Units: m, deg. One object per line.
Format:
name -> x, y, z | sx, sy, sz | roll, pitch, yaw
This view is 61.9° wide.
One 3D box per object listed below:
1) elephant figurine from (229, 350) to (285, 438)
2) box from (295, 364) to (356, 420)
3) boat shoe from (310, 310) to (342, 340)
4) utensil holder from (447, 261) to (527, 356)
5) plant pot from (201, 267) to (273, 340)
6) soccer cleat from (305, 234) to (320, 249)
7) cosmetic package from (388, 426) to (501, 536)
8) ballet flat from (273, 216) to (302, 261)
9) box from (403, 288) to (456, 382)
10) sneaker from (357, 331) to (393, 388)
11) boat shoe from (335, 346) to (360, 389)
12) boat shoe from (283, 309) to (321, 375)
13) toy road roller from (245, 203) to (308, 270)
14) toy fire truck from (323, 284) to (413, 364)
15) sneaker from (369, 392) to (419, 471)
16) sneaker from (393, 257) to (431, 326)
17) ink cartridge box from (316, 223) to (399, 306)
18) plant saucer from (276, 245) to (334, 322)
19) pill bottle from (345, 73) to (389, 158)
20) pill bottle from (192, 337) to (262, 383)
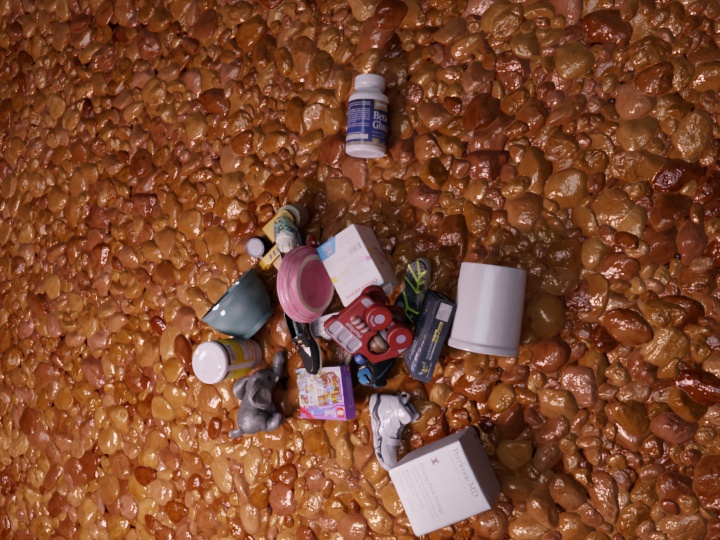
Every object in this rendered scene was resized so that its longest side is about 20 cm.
elephant figurine -> -0.287, 0.343, 1.682 | 0.140, 0.155, 0.202 | -6, 95, 13
box -> -0.097, 0.328, 1.617 | 0.199, 0.039, 0.139 | -12, 83, 48
boat shoe -> -0.087, 0.155, 1.628 | 0.199, 0.072, 0.066 | -21, 82, 34
utensil holder -> 0.304, 0.090, 1.425 | 0.168, 0.170, 0.202 | 9, 91, 23
plant pot -> -0.331, 0.111, 1.699 | 0.200, 0.201, 0.134 | -42, 100, 17
soccer cleat -> -0.147, 0.003, 1.676 | 0.084, 0.069, 0.202 | -7, 90, 19
cosmetic package -> 0.207, 0.505, 1.455 | 0.199, 0.166, 0.169 | -29, 77, 19
ballet flat -> -0.184, -0.043, 1.593 | 0.073, 0.074, 0.202 | -11, 108, 22
box -> 0.169, 0.157, 1.486 | 0.051, 0.158, 0.202 | 18, 97, -5
sneaker -> 0.050, 0.210, 1.588 | 0.073, 0.082, 0.202 | 2, 71, 47
boat shoe -> -0.029, 0.222, 1.624 | 0.072, 0.072, 0.202 | 12, 96, 47
boat shoe -> -0.157, 0.185, 1.612 | 0.073, 0.063, 0.203 | -28, 73, 41
toy road roller -> -0.206, -0.076, 1.679 | 0.200, 0.123, 0.146 | -44, 88, 17
toy fire truck -> 0.026, 0.148, 1.484 | 0.168, 0.112, 0.200 | -39, 117, 11
sneaker -> 0.093, 0.414, 1.554 | 0.114, 0.075, 0.202 | -14, 80, 25
sneaker -> 0.142, 0.059, 1.551 | 0.075, 0.076, 0.202 | 30, 118, 20
ink cartridge box -> 0.000, 0.000, 1.579 | 0.128, 0.125, 0.201 | -31, 77, 19
plant saucer -> -0.133, 0.035, 1.570 | 0.050, 0.200, 0.203 | -2, 87, 36
pill bottle -> 0.020, -0.407, 1.590 | 0.110, 0.111, 0.203 | 3, 90, 23
pill bottle -> -0.368, 0.248, 1.690 | 0.113, 0.200, 0.116 | -1, 88, 22
